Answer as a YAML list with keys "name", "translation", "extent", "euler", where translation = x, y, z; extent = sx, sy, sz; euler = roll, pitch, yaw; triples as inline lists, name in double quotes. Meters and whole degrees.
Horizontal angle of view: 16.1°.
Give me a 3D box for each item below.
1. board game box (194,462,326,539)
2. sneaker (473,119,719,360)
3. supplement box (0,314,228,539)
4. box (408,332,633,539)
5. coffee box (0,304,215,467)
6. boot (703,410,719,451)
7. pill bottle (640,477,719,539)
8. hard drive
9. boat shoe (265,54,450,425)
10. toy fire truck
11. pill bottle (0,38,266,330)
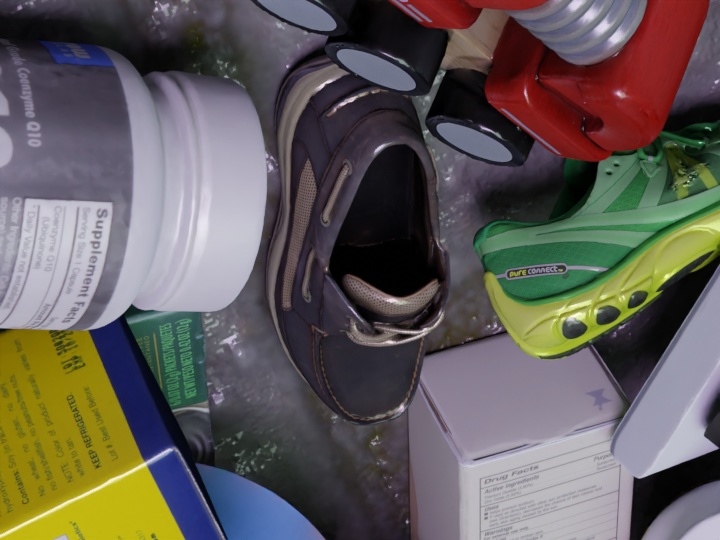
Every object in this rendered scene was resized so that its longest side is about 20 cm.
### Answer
- name: "board game box"
  translation: [-0.084, 0.188, 1.130]
  extent: [0.200, 0.158, 0.039]
  euler: [-47, 168, 3]
- name: "sneaker"
  translation: [0.136, -0.040, 1.138]
  extent: [0.199, 0.084, 0.074]
  euler: [-32, 170, -23]
- name: "supplement box"
  translation: [-0.162, 0.114, 1.044]
  extent: [0.199, 0.109, 0.110]
  euler: [-25, 134, -3]
- name: "box"
  translation: [0.078, 0.130, 1.254]
  extent: [0.094, 0.078, 0.201]
  euler: [-13, 132, -15]
- name: "coffee box"
  translation: [-0.164, 0.072, 1.114]
  extent: [0.198, 0.044, 0.124]
  euler: [-14, 132, -14]
- name: "boot"
  translation: [0.258, 0.098, 1.173]
  extent: [0.080, 0.158, 0.211]
  euler: [-53, 155, 14]
- name: "pill bottle"
  translation: [0.187, 0.157, 1.242]
  extent: [0.112, 0.113, 0.200]
  euler: [-32, 173, 3]
- name: "hard drive"
  translation: [0.207, 0.025, 1.206]
  extent: [0.199, 0.027, 0.132]
  euler: [-13, 138, -52]
- name: "boat shoe"
  translation: [0.000, 0.000, 1.112]
  extent: [0.074, 0.073, 0.201]
  euler: [-17, 133, -11]
- name: "toy fire truck"
  translation: [0.085, -0.124, 0.962]
  extent: [0.176, 0.199, 0.129]
  euler: [34, 74, -40]
- name: "pill bottle"
  translation: [-0.144, -0.034, 0.988]
  extent: [0.198, 0.114, 0.114]
  euler: [2, 127, -27]
